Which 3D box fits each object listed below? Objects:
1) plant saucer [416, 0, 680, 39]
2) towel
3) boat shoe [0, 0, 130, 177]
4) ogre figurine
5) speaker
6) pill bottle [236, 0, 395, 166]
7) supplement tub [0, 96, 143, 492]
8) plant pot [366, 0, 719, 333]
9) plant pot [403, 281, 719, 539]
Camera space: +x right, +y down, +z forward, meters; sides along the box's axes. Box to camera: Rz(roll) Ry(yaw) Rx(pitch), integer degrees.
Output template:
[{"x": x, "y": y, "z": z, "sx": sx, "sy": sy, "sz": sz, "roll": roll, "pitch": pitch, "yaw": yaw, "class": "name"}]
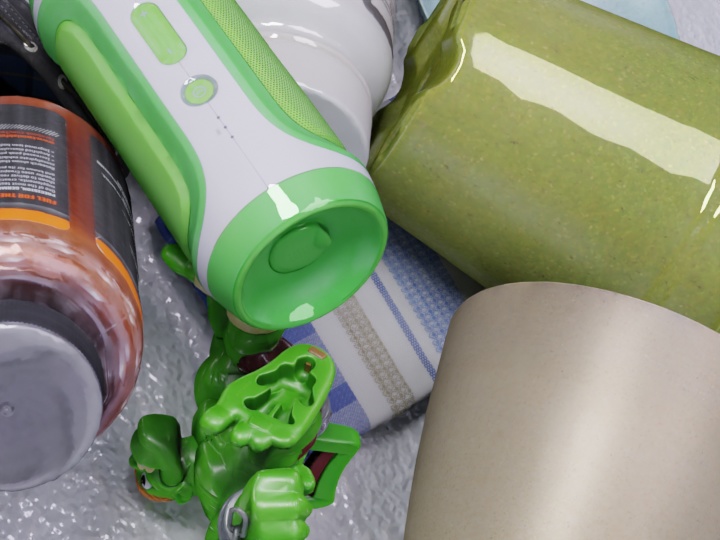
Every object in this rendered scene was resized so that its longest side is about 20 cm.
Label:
[{"x": 0.097, "y": -0.144, "z": 1.345, "sx": 0.201, "sy": 0.039, "sz": 0.201, "roll": 20, "pitch": 53, "yaw": -29, "class": "plant saucer"}, {"x": 0.000, "y": 0.000, "z": 1.189, "sx": 0.200, "sy": 0.024, "sz": 0.147, "roll": -29, "pitch": 85, "yaw": -45, "class": "towel"}, {"x": -0.180, "y": -0.104, "z": 1.079, "sx": 0.200, "sy": 0.070, "sz": 0.066, "roll": 40, "pitch": 44, "yaw": -23, "class": "boat shoe"}, {"x": -0.047, "y": 0.064, "z": 1.030, "sx": 0.098, "sy": 0.120, "sz": 0.200, "roll": -13, "pitch": 48, "yaw": -22, "class": "ogre figurine"}, {"x": -0.068, "y": -0.068, "z": 1.007, "sx": 0.088, "sy": 0.088, "sz": 0.200, "roll": -2, "pitch": 44, "yaw": -40, "class": "speaker"}, {"x": -0.039, "y": -0.131, "z": 1.161, "sx": 0.114, "sy": 0.114, "sz": 0.200, "roll": 27, "pitch": 45, "yaw": -25, "class": "pill bottle"}, {"x": -0.142, "y": 0.010, "z": 0.952, "sx": 0.107, "sy": 0.107, "sz": 0.200, "roll": 33, "pitch": 16, "yaw": -20, "class": "supplement tub"}, {"x": 0.104, "y": -0.055, "z": 1.173, "sx": 0.184, "sy": 0.200, "sz": 0.201, "roll": 29, "pitch": 49, "yaw": -9, "class": "plant pot"}, {"x": 0.092, "y": 0.139, "z": 1.090, "sx": 0.187, "sy": 0.187, "sz": 0.200, "roll": 35, "pitch": 61, "yaw": -18, "class": "plant pot"}]
